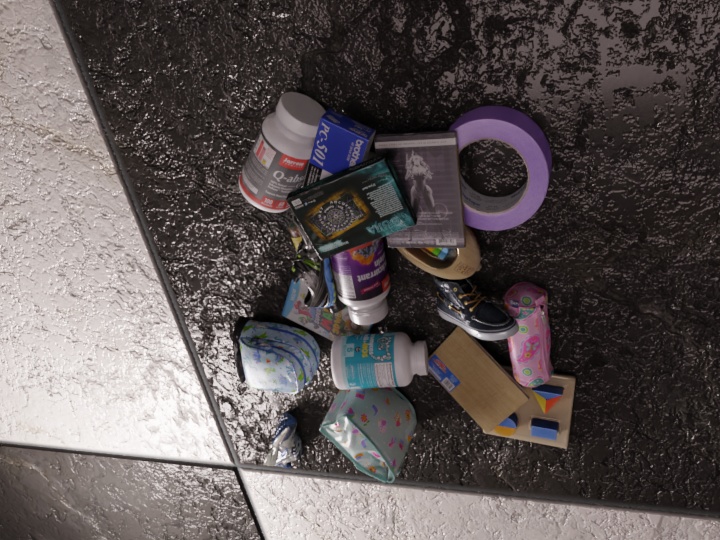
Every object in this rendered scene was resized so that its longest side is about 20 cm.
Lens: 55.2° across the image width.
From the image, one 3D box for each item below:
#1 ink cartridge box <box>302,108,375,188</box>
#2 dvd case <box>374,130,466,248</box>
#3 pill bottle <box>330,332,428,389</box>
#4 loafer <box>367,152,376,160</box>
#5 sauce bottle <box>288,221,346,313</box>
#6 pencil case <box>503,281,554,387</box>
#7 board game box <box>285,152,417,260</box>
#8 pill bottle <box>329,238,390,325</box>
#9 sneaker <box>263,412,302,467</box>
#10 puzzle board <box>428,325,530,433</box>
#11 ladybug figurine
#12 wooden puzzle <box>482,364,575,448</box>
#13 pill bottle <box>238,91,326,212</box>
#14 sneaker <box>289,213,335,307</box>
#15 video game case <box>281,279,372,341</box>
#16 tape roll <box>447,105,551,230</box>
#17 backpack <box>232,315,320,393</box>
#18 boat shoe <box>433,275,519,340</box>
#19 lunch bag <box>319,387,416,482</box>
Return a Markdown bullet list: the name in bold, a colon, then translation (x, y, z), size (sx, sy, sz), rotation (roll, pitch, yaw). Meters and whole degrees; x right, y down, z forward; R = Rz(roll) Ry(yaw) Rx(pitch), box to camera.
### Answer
- **ink cartridge box**: translation (-0.046, -0.174, 1.222), size (0.092, 0.044, 0.203), rotation (25, 129, 6)
- **dvd case**: translation (0.104, -0.136, 1.193), size (0.145, 0.016, 0.205), rotation (2, 115, 24)
- **pill bottle**: translation (0.042, 0.188, 1.445), size (0.195, 0.112, 0.113), rotation (-5, 120, 11)
- **loafer**: translation (0.016, -0.178, 1.265), size (0.196, 0.071, 0.071), rotation (25, 140, 8)
- **sauce bottle**: translation (-0.082, -0.010, 1.401), size (0.063, 0.065, 0.203), rotation (-12, 113, 28)
- **pencil case**: translation (0.324, 0.124, 1.316), size (0.085, 0.088, 0.204), rotation (0, 121, 21)
- **board game box**: translation (-0.015, -0.107, 1.204), size (0.196, 0.028, 0.137), rotation (-18, 118, 22)
- **pill bottle**: translation (0.000, 0.000, 1.351), size (0.109, 0.112, 0.204), rotation (1, 122, 21)
- **sneaker**: translation (-0.179, 0.431, 1.732), size (0.083, 0.078, 0.202), rotation (21, 134, -4)
- **puzzle board**: translation (0.237, 0.225, 1.428), size (0.200, 0.017, 0.151), rotation (46, 133, 10)
- **ladybug figurine**: translation (0.141, -0.063, 1.275), size (0.198, 0.072, 0.136), rotation (36, 133, -2)
- **wooden puzzle**: translation (0.347, 0.292, 1.438), size (0.181, 0.047, 0.204), rotation (7, 123, 18)
- **pill bottle**: translation (-0.141, -0.216, 1.267), size (0.115, 0.116, 0.201), rotation (32, 127, -1)
- **sneaker**: translation (-0.100, -0.017, 1.326), size (0.081, 0.071, 0.204), rotation (-13, 112, -5)
- **video game case**: translation (-0.066, 0.086, 1.491), size (0.196, 0.018, 0.145), rotation (26, 127, 5)
- **tape roll**: translation (0.225, -0.173, 1.180), size (0.195, 0.066, 0.204), rotation (11, 125, 15)
- **backpack**: translation (-0.187, 0.197, 1.547), size (0.194, 0.155, 0.167), rotation (1, 116, 6)
- **boat shoe**: translation (0.208, 0.061, 1.289), size (0.199, 0.070, 0.093), rotation (20, 133, 52)
- **lunch bag**: translation (0.031, 0.342, 1.520), size (0.200, 0.171, 0.121), rotation (45, 132, -13)
